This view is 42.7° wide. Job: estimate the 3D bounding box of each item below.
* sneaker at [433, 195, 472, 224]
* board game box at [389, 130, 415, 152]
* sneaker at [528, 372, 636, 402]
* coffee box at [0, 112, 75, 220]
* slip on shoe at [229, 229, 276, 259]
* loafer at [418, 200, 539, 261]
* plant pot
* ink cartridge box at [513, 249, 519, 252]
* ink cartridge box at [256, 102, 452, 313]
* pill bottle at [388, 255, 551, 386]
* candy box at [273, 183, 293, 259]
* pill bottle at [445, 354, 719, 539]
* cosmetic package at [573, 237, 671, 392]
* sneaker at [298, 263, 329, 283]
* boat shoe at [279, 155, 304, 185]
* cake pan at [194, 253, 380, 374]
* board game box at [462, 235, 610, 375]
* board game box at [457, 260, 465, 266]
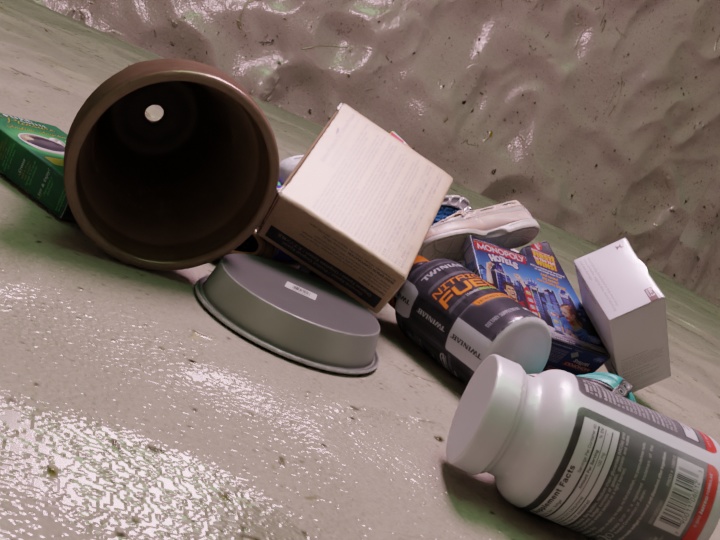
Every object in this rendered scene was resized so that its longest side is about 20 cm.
[{"bbox_3d":[0.065,-0.095,1.328,0.199,0.075,0.086,19,-2,-41],"label":"sneaker"},{"bbox_3d":[0.036,-0.113,1.195,0.096,0.030,0.200,44,36,-2],"label":"board game box"},{"bbox_3d":[0.259,0.165,0.937,0.120,0.084,0.200,-1,26,-44],"label":"sneaker"},{"bbox_3d":[-0.330,-0.112,1.001,0.200,0.044,0.123,32,14,28],"label":"coffee box"},{"bbox_3d":[-0.186,-0.065,1.025,0.199,0.076,0.061,34,1,4],"label":"slip on shoe"},{"bbox_3d":[0.156,-0.058,1.287,0.199,0.072,0.063,-9,57,-27],"label":"loafer"},{"bbox_3d":[-0.194,-0.126,0.913,0.199,0.201,0.175,19,20,-28],"label":"plant pot"},{"bbox_3d":[0.222,-0.004,1.554,0.200,0.085,0.145,32,14,38],"label":"ink cartridge box"},{"bbox_3d":[-0.001,-0.075,1.042,0.164,0.075,0.200,33,44,-4],"label":"ink cartridge box"},{"bbox_3d":[0.109,0.055,1.031,0.106,0.107,0.200,14,16,-42],"label":"pill bottle"},{"bbox_3d":[-0.135,-0.088,1.213,0.199,0.077,0.169,32,12,22],"label":"candy box"},{"bbox_3d":[0.178,0.150,0.741,0.199,0.116,0.116,25,12,-4],"label":"pill bottle"},{"bbox_3d":[0.354,0.067,1.237,0.200,0.081,0.113,62,5,-47],"label":"cosmetic package"},{"bbox_3d":[0.000,0.000,1.137,0.116,0.075,0.200,58,32,-16],"label":"sneaker"},{"bbox_3d":[-0.052,-0.121,1.203,0.068,0.072,0.200,30,20,14],"label":"boat shoe"},{"bbox_3d":[-0.065,0.037,0.917,0.199,0.037,0.200,24,12,-5],"label":"cake pan"},{"bbox_3d":[0.222,0.034,1.257,0.199,0.062,0.201,19,40,-25],"label":"board game box"},{"bbox_3d":[0.093,-0.040,1.359,0.199,0.034,0.134,22,11,-13],"label":"board game box"}]
